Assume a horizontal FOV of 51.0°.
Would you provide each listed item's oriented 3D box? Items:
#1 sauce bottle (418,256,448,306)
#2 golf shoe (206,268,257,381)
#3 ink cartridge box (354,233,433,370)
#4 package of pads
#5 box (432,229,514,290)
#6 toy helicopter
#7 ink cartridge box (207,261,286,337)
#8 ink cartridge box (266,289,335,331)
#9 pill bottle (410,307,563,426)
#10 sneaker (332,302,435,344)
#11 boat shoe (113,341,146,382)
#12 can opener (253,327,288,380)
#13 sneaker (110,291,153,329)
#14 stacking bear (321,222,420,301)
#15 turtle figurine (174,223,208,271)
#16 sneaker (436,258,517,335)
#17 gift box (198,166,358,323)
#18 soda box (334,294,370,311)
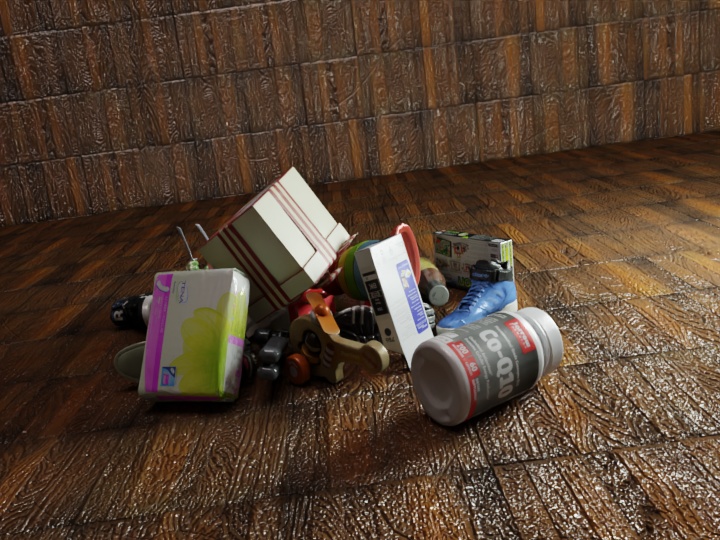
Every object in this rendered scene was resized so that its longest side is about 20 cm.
[{"bbox_3d":[0.136,0.023,1.510,0.064,0.068,0.200,-8,13,-3],"label":"sauce bottle"},{"bbox_3d":[-0.237,0.091,1.231,0.086,0.203,0.078,-19,-24,-13],"label":"golf shoe"},{"bbox_3d":[0.059,0.051,1.208,0.039,0.205,0.099,-16,5,37],"label":"ink cartridge box"},{"bbox_3d":[-0.253,0.100,1.168,0.151,0.205,0.068,-3,-18,18],"label":"package of pads"},{"bbox_3d":[0.224,-0.016,1.524,0.034,0.113,0.198,-16,18,-33],"label":"box"},{"bbox_3d":[-0.036,0.109,1.141,0.197,0.136,0.078,7,19,43],"label":"toy helicopter"},{"bbox_3d":[-0.210,0.043,1.408,0.115,0.204,0.067,-30,-32,22],"label":"ink cartridge box"},{"bbox_3d":[-0.130,0.068,1.467,0.196,0.069,0.115,4,19,37],"label":"ink cartridge box"},{"bbox_3d":[0.175,0.122,1.022,0.197,0.117,0.113,-17,18,-32],"label":"pill bottle"},{"bbox_3d":[0.024,0.092,1.326,0.195,0.078,0.115,-2,6,-19],"label":"sneaker"},{"bbox_3d":[-0.312,0.146,1.276,0.196,0.074,0.061,-3,9,-14],"label":"boat shoe"},{"bbox_3d":[-0.150,0.130,1.207,0.065,0.055,0.200,7,5,1],"label":"can opener"},{"bbox_3d":[-0.465,0.093,1.555,0.109,0.075,0.200,-12,7,-6],"label":"sneaker"},{"bbox_3d":[0.000,0.000,1.343,0.197,0.116,0.121,-7,28,44],"label":"stacking bear"},{"bbox_3d":[-0.319,-0.007,1.639,0.189,0.204,0.144,16,-17,2],"label":"turtle figurine"},{"bbox_3d":[0.201,0.041,1.318,0.197,0.114,0.076,-19,18,-36],"label":"sneaker"},{"bbox_3d":[-0.128,-0.045,1.295,0.183,0.188,0.201,-29,14,40],"label":"gift box"},{"bbox_3d":[0.015,0.048,1.478,0.067,0.066,0.198,-20,20,-38],"label":"soda box"}]
